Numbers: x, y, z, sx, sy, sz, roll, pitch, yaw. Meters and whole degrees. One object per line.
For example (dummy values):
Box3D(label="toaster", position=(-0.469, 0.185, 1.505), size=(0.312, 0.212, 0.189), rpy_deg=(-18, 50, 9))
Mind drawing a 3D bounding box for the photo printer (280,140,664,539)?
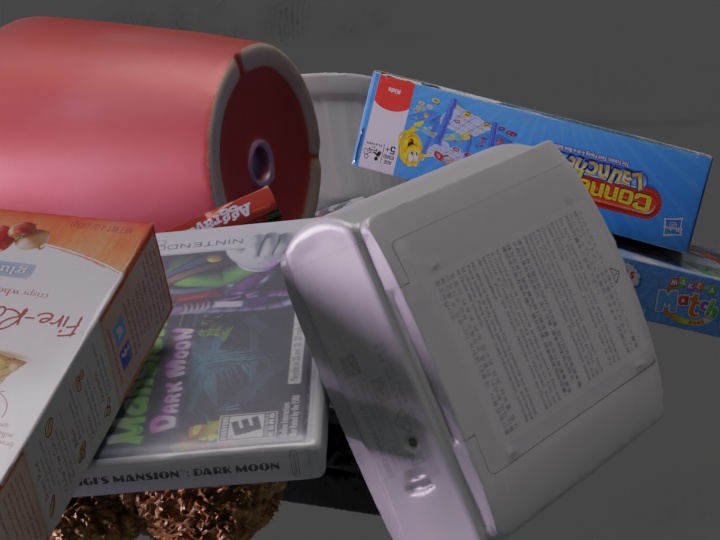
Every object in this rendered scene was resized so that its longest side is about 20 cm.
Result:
Box3D(label="photo printer", position=(0.065, 0.029, 0.815), size=(0.069, 0.167, 0.200), rpy_deg=(-22, 3, 39))

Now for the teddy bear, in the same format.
Box3D(label="teddy bear", position=(-0.125, 0.093, 0.824), size=(0.199, 0.067, 0.145), rpy_deg=(-2, 34, 8))

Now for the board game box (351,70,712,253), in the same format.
Box3D(label="board game box", position=(0.109, -0.067, 1.035), size=(0.195, 0.056, 0.200), rpy_deg=(15, 6, 9))

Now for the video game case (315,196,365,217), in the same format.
Box3D(label="video game case", position=(-0.088, 0.019, 1.100), size=(0.181, 0.023, 0.200), rpy_deg=(-18, 18, 13))

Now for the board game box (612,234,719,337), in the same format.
Box3D(label="board game box", position=(0.156, 0.000, 0.996), size=(0.199, 0.037, 0.151), rpy_deg=(12, 10, -14))

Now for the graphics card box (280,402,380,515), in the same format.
Box3D(label="graphics card box", position=(0.027, 0.068, 0.910), size=(0.125, 0.051, 0.200), rpy_deg=(4, 19, 38))

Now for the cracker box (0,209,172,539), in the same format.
Box3D(label="cracker box", position=(-0.180, 0.055, 0.734), size=(0.133, 0.058, 0.200), rpy_deg=(5, 42, 16))

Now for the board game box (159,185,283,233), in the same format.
Box3D(label="board game box", position=(-0.133, 0.017, 0.997), size=(0.199, 0.020, 0.103), rpy_deg=(-24, -22, -2))

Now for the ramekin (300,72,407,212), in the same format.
Box3D(label="ramekin", position=(-0.058, -0.066, 1.267), size=(0.199, 0.098, 0.201), rpy_deg=(-9, -12, -2))

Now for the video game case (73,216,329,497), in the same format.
Box3D(label="video game case", position=(-0.103, 0.038, 0.822), size=(0.181, 0.023, 0.200), rpy_deg=(-5, 32, 5))

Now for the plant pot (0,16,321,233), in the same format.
Box3D(label="plant pot", position=(-0.134, -0.070, 1.097), size=(0.176, 0.202, 0.200), rpy_deg=(1, 16, 27))
